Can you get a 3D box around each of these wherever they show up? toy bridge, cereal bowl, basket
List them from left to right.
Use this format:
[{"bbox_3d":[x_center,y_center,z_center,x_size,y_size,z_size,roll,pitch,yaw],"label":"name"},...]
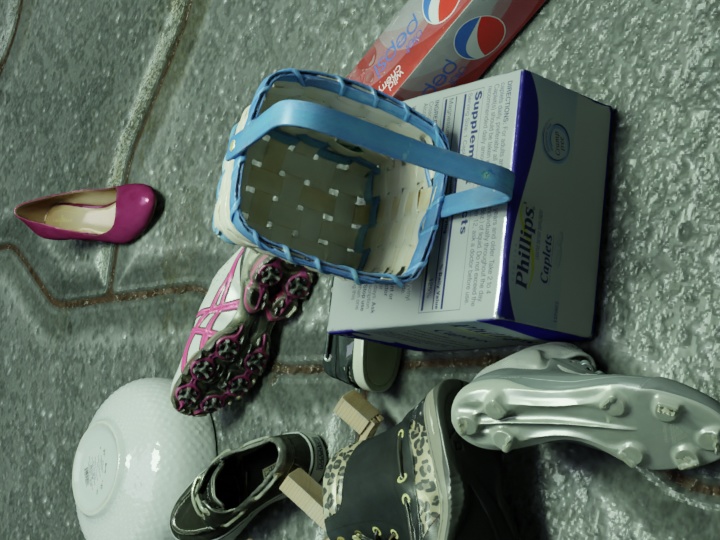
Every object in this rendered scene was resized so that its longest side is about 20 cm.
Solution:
[{"bbox_3d":[-0.233,0.205,1.394,0.199,0.083,0.202,-19,64,46],"label":"cereal bowl"},{"bbox_3d":[-0.037,0.198,1.169,0.067,0.027,0.201,39,112,14],"label":"toy bridge"},{"bbox_3d":[-0.013,-0.067,0.958,0.200,0.175,0.140,-6,69,63],"label":"basket"}]

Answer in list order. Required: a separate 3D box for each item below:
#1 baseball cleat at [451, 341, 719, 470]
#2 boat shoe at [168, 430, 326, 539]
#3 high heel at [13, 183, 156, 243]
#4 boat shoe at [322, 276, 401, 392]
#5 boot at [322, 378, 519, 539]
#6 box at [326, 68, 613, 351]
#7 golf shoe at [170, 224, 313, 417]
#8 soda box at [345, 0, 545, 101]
[{"bbox_3d":[0.162,0.083,0.942,0.199,0.106,0.070,4,119,27],"label":"baseball cleat"},{"bbox_3d":[-0.120,0.196,1.249,0.200,0.063,0.071,-36,61,33],"label":"boat shoe"},{"bbox_3d":[-0.315,-0.067,1.578,0.199,0.096,0.068,-19,64,48],"label":"high heel"},{"bbox_3d":[0.002,0.001,1.171,0.066,0.074,0.201,1,88,40],"label":"boat shoe"},{"bbox_3d":[0.040,0.198,1.012,0.153,0.073,0.205,-33,52,46],"label":"boot"},{"bbox_3d":[0.081,-0.037,1.056,0.199,0.104,0.185,-7,72,51],"label":"box"},{"bbox_3d":[-0.119,0.048,1.317,0.201,0.072,0.092,-55,35,10],"label":"golf shoe"},{"bbox_3d":[0.071,-0.195,1.157,0.200,0.063,0.070,-48,44,32],"label":"soda box"}]
